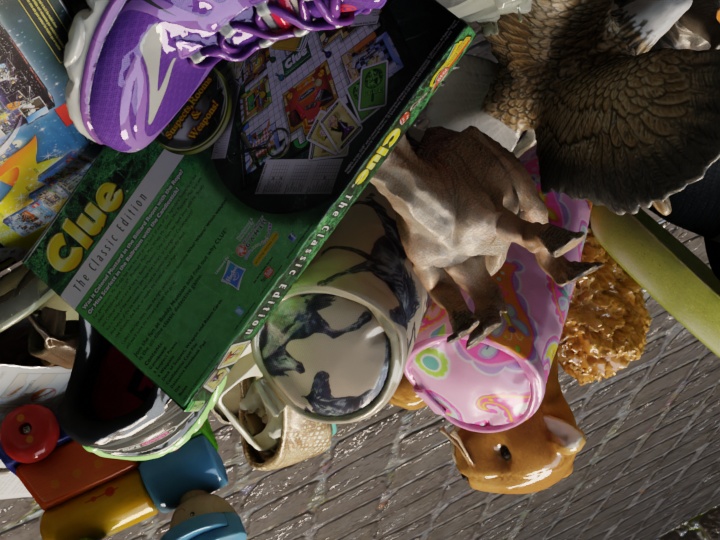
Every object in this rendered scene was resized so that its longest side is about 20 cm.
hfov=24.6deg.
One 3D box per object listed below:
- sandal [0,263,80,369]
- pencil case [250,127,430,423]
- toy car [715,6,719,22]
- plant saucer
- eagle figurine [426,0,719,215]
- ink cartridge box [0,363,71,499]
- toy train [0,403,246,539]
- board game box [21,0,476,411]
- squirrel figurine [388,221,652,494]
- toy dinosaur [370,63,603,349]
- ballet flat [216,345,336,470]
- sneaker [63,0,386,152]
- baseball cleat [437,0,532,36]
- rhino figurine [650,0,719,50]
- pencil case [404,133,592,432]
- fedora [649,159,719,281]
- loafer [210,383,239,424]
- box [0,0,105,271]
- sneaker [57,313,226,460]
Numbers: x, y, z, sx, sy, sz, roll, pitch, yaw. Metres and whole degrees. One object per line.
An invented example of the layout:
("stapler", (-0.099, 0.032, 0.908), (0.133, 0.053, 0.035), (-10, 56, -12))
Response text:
("sandal", (-0.137, 0.017, 0.836), (0.079, 0.058, 0.201), (-28, 175, 11))
("pencil case", (0.000, 0.000, 0.873), (0.089, 0.078, 0.200), (-42, -168, 29))
("toy car", (0.260, -0.177, 0.794), (0.199, 0.185, 0.177), (-33, 159, 9))
("plant saucer", (0.213, 0.016, 1.047), (0.031, 0.200, 0.200), (-48, 156, 11))
("eagle figurine", (0.117, -0.110, 0.828), (0.200, 0.151, 0.152), (31, 81, -85))
("ink cartridge box", (-0.187, 0.081, 1.004), (0.199, 0.048, 0.160), (3, 143, -41))
("toy train", (-0.168, 0.140, 0.940), (0.199, 0.116, 0.085), (-24, 154, -2))
("board game box", (-0.050, -0.051, 0.703), (0.200, 0.105, 0.023), (-53, 165, 9))
("squirrel figurine", (0.108, 0.045, 1.095), (0.199, 0.187, 0.142), (-26, 159, -12))
("toy dinosaur", (0.045, -0.043, 0.798), (0.086, 0.136, 0.200), (-34, 167, 11))
("ballet flat", (-0.061, 0.047, 0.959), (0.065, 0.070, 0.201), (-31, 132, -20))
("sneaker", (-0.035, -0.115, 0.641), (0.200, 0.084, 0.081), (-44, 166, 13))
("baseball cleat", (0.051, -0.158, 0.726), (0.069, 0.107, 0.200), (-15, -174, -19))
("rhino figurine", (0.200, -0.145, 0.933), (0.200, 0.088, 0.060), (-37, 138, 16))
("pencil case", (0.084, -0.002, 0.971), (0.088, 0.087, 0.201), (-52, -166, 46))
("fedora", (0.208, -0.087, 1.032), (0.091, 0.202, 0.201), (7, 154, -1))
("loafer", (-0.052, 0.050, 1.059), (0.075, 0.070, 0.200), (-16, 155, -33))
("box", (-0.170, -0.058, 0.695), (0.136, 0.038, 0.200), (-30, 159, -4))
("sneaker", (-0.080, 0.002, 0.763), (0.084, 0.076, 0.201), (-2, 116, -66))
